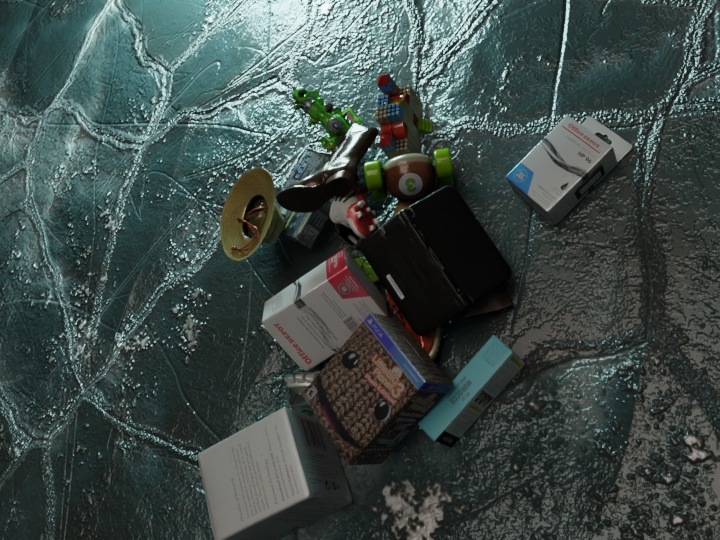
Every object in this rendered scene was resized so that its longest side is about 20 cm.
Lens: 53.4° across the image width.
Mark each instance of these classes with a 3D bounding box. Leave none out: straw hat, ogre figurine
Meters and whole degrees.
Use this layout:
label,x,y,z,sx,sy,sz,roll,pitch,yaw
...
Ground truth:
label,x,y,z,sx,sy,sz,roll,pitch,yaw
straw hat,-0.206,-0.105,1.493,0.200,0.085,0.202,-20,61,42
ogre figurine,-0.064,-0.319,1.518,0.098,0.200,0.120,-44,71,-9

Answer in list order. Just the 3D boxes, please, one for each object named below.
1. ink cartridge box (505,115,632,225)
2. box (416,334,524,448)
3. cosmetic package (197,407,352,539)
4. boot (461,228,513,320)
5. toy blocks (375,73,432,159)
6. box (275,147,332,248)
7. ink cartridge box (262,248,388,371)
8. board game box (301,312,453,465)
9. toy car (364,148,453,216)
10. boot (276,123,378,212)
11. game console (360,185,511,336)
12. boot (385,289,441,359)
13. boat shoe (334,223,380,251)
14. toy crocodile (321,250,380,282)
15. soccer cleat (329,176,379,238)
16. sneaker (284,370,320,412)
label,x,y,z,sx,sy,sz,roll,pitch,yaw
ink cartridge box,0.379,-0.197,1.301,0.200,0.068,0.116,-45,57,4
box,0.190,0.210,1.230,0.200,0.082,0.049,-49,55,2
cosmetic package,-0.154,0.376,1.294,0.199,0.167,0.167,-30,60,15
boot,0.166,0.009,1.291,0.199,0.072,0.167,-9,66,-11
toy blocks,0.077,-0.307,1.464,0.099,0.137,0.201,-6,68,25
box,-0.113,-0.160,1.536,0.161,0.049,0.201,23,81,51
ink cartridge box,-0.068,0.078,1.372,0.199,0.145,0.084,-33,25,13
board game box,0.025,0.202,1.215,0.200,0.097,0.160,-51,57,16
toy car,0.106,-0.113,1.375,0.163,0.158,0.201,-9,82,7
boot,-0.063,-0.211,1.434,0.186,0.064,0.201,-11,41,28
game console,0.132,-0.017,1.264,0.176,0.116,0.201,-38,81,32
boot,0.088,0.077,1.314,0.075,0.107,0.201,-28,55,44
boat shoe,-0.016,-0.096,1.445,0.074,0.063,0.201,-60,33,14
toy crocodile,0.000,0.000,1.430,0.199,0.062,0.068,-2,34,22
soccer cleat,-0.019,-0.108,1.361,0.085,0.069,0.200,-37,31,17
sneaker,-0.050,0.240,1.363,0.199,0.077,0.092,-2,90,26
